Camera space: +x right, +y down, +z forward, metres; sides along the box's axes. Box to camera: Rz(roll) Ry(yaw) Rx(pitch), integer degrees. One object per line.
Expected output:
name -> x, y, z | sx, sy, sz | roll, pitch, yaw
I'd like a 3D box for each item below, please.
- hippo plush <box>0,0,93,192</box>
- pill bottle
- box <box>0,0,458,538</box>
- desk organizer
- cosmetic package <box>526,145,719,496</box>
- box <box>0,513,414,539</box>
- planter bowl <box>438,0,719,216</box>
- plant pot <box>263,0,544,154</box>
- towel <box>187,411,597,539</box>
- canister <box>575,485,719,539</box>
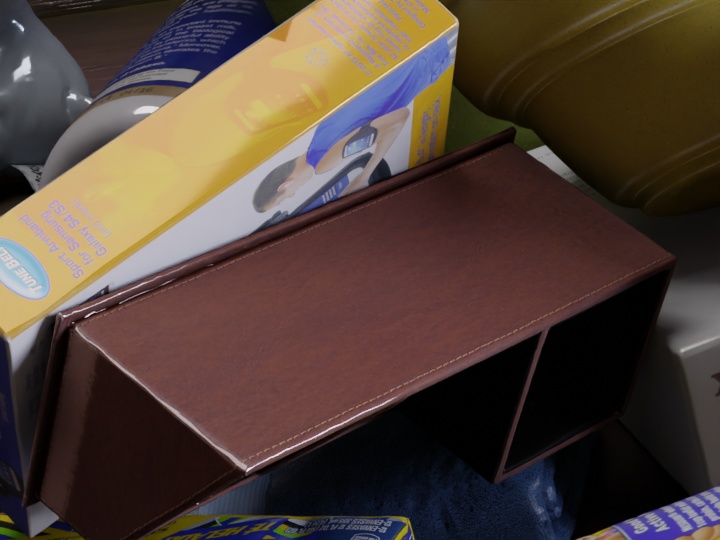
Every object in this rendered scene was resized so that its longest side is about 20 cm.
hippo plush -> -0.217, -0.119, 1.361 | 0.159, 0.162, 0.200 | -28, 25, -25
pill bottle -> -0.053, -0.058, 1.166 | 0.115, 0.116, 0.200 | -8, 25, 22
box -> -0.056, 0.000, 0.825 | 0.200, 0.119, 0.041 | -39, 66, -24
desk organizer -> 0.001, 0.030, 0.813 | 0.077, 0.072, 0.200 | 37, 40, 29
cosmetic package -> 0.125, 0.006, 0.953 | 0.101, 0.074, 0.200 | -20, 25, -8
box -> -0.074, 0.120, 0.837 | 0.199, 0.070, 0.064 | -3, 26, 31
planter bowl -> 0.122, -0.071, 0.887 | 0.199, 0.084, 0.200 | -18, -11, -4
plant pot -> 0.038, -0.120, 1.093 | 0.186, 0.201, 0.187 | -14, 5, 1
towel -> -0.022, 0.075, 0.932 | 0.199, 0.049, 0.112 | -11, 25, 15
canister -> 0.105, 0.114, 0.707 | 0.199, 0.087, 0.149 | -19, 23, -8
